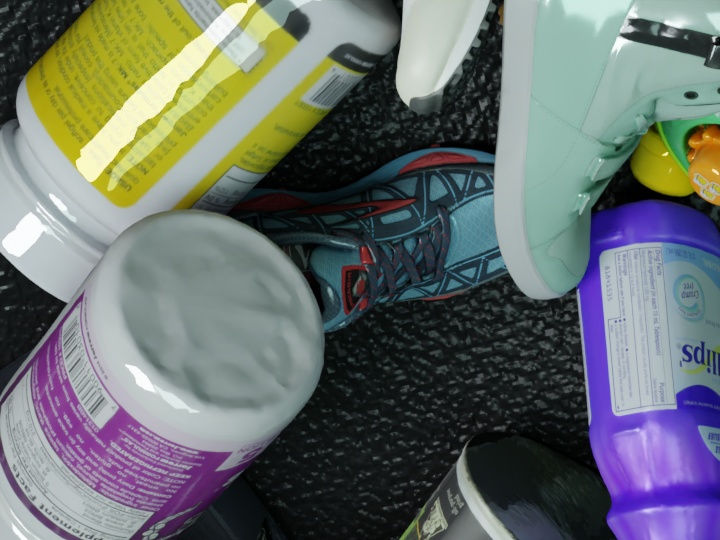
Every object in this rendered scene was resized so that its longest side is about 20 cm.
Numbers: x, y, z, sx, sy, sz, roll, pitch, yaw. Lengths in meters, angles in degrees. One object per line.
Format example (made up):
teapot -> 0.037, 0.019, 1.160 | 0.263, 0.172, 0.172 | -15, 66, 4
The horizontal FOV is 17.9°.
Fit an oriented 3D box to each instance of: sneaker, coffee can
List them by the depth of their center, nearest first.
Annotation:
sneaker -> 0.027, -0.170, 1.021 | 0.093, 0.070, 0.200 | 15, 80, 2
sneaker -> 0.124, -0.060, 1.026 | 0.118, 0.074, 0.201 | 10, 131, 14
sneaker -> 0.000, 0.000, 1.114 | 0.199, 0.096, 0.080 | -11, 115, 3
coffee can -> 0.060, 0.206, 1.185 | 0.146, 0.146, 0.200 | 30, 110, -15

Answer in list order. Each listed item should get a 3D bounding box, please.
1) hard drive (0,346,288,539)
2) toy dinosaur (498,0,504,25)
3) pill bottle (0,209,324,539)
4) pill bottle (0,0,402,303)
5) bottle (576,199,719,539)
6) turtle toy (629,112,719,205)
hard drive -> -0.131, 0.133, 1.200 | 0.135, 0.042, 0.200 | -33, 112, 13
toy dinosaur -> 0.117, -0.160, 1.060 | 0.199, 0.060, 0.106 | -18, 104, 8
pill bottle -> -0.105, 0.067, 1.057 | 0.112, 0.112, 0.200 | 27, 140, -14
pill bottle -> -0.087, -0.082, 1.063 | 0.114, 0.114, 0.200 | 41, 107, -19
bottle -> 0.147, 0.069, 1.105 | 0.065, 0.201, 0.083 | -14, 161, 34
turtle toy -> 0.229, -0.077, 1.082 | 0.199, 0.101, 0.146 | 12, 114, -14
